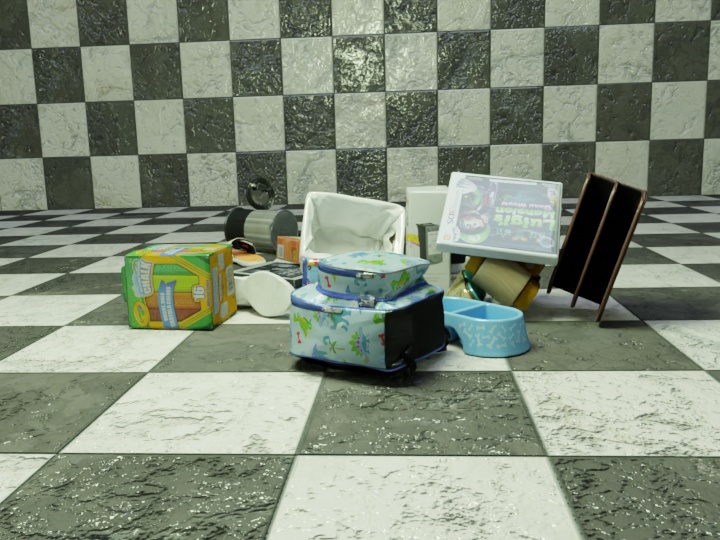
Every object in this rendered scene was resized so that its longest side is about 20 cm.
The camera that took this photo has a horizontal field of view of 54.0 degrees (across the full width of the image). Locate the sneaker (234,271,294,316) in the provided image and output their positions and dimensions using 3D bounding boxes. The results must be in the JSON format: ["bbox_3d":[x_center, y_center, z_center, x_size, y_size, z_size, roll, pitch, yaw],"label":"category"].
[{"bbox_3d":[-0.171,0.039,1.284,0.196,0.078,0.087,6,1,41],"label":"sneaker"}]

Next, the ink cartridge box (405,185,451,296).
[{"bbox_3d":[0.127,-0.053,1.340,0.083,0.207,0.148,-1,10,2],"label":"ink cartridge box"}]

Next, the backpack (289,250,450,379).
[{"bbox_3d":[0.004,0.050,0.963,0.195,0.152,0.182,1,8,27],"label":"backpack"}]

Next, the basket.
[{"bbox_3d":[-0.021,-0.055,1.372,0.194,0.140,0.124,8,-20,-7],"label":"basket"}]

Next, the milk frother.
[{"bbox_3d":[-0.260,-0.159,1.985,0.184,0.207,0.179,6,9,34],"label":"milk frother"}]

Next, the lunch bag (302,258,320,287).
[{"bbox_3d":[-0.027,0.032,1.292,0.146,0.097,0.200,0,-4,-1],"label":"lunch bag"}]

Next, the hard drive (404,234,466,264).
[{"bbox_3d":[0.113,-0.048,1.537,0.137,0.034,0.197,-4,15,-43],"label":"hard drive"}]

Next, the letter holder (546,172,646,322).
[{"bbox_3d":[0.376,-0.039,1.137,0.098,0.205,0.142,20,19,16],"label":"letter holder"}]

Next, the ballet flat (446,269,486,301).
[{"bbox_3d":[0.178,0.043,1.228,0.068,0.073,0.200,1,9,12],"label":"ballet flat"}]

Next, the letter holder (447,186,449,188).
[{"bbox_3d":[0.245,-0.118,1.609,0.099,0.147,0.197,-12,17,-41],"label":"letter holder"}]

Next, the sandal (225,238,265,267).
[{"bbox_3d":[-0.297,-0.052,1.800,0.077,0.061,0.205,-8,12,-34],"label":"sandal"}]

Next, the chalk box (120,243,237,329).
[{"bbox_3d":[-0.327,0.025,1.217,0.194,0.129,0.124,-1,10,9],"label":"chalk box"}]

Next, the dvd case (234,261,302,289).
[{"bbox_3d":[-0.172,0.009,1.553,0.196,0.026,0.149,5,12,35],"label":"dvd case"}]

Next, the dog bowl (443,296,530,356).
[{"bbox_3d":[0.161,0.079,1.052,0.109,0.051,0.197,-10,13,-39],"label":"dog bowl"}]

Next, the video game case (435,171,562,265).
[{"bbox_3d":[0.235,-0.092,1.183,0.194,0.024,0.185,7,49,12],"label":"video game case"}]

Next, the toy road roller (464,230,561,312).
[{"bbox_3d":[0.270,-0.029,1.217,0.122,0.148,0.200,36,17,9],"label":"toy road roller"}]

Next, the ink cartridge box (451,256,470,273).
[{"bbox_3d":[0.217,-0.032,1.665,0.194,0.049,0.198,-4,13,-3],"label":"ink cartridge box"}]

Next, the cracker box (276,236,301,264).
[{"bbox_3d":[-0.086,-0.047,1.682,0.195,0.060,0.133,0,6,-29],"label":"cracker box"}]
